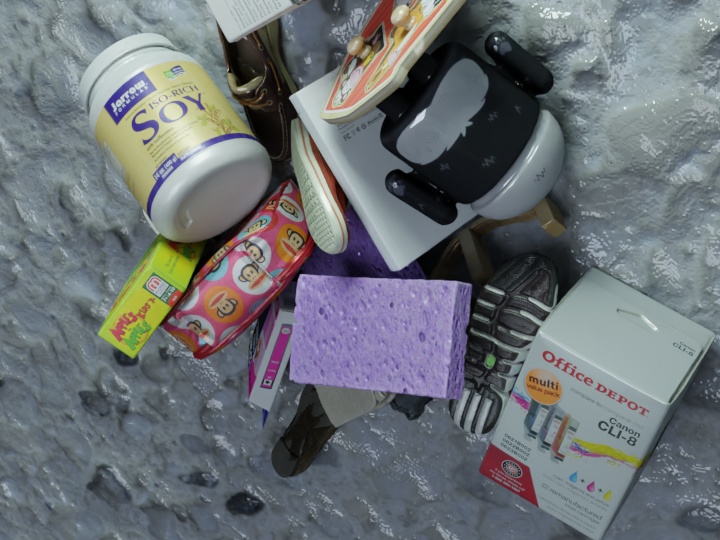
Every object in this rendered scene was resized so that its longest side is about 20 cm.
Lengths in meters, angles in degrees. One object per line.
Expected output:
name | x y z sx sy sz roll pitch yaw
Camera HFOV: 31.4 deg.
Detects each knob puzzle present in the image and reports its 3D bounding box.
knob puzzle | 0.019 -0.216 1.170 0.030 0.220 0.220 32 135 -21

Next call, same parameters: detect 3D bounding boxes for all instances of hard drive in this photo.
hard drive | 0.032 -0.118 1.279 0.200 0.132 0.027 59 154 -9

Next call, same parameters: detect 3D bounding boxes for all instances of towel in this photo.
towel | -0.021 0.100 1.427 0.133 0.034 0.200 65 158 5

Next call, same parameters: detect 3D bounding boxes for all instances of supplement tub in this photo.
supplement tub | -0.204 -0.145 1.389 0.200 0.145 0.146 52 135 22

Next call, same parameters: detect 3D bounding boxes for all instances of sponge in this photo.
sponge | 0.016 0.064 1.274 0.200 0.030 0.112 2 87 39
sponge | 0.000 0.000 1.380 0.112 0.030 0.200 61 152 7

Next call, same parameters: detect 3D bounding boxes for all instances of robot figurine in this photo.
robot figurine | 0.099 -0.135 1.210 0.200 0.125 0.150 34 138 -13

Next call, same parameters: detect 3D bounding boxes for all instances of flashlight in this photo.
flashlight | 0.061 0.109 1.380 0.068 0.068 0.200 35 166 4

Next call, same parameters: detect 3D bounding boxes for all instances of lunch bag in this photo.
lunch bag | -0.129 -0.008 1.423 0.082 0.176 0.200 42 114 -13

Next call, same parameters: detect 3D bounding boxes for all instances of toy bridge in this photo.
toy bridge | 0.120 -0.014 1.318 0.200 0.067 0.027 -38 135 26

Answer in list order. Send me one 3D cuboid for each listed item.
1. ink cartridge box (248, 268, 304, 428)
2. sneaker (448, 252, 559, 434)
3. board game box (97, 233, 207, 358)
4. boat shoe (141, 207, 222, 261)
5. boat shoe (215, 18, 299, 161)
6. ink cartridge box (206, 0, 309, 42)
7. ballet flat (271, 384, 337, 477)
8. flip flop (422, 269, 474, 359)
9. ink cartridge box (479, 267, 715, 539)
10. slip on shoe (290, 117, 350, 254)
ink cartridge box | -0.105 0.086 1.516 0.037 0.095 0.200 9 130 -12
sneaker | 0.158 0.067 1.329 0.076 0.115 0.200 29 108 19
board game box | -0.222 0.007 1.408 0.048 0.200 0.102 36 108 -11
boat shoe | -0.191 -0.021 1.536 0.072 0.061 0.201 -23 105 11
boat shoe | -0.115 -0.203 1.366 0.072 0.072 0.200 8 121 31
ink cartridge box | -0.040 -0.307 1.205 0.200 0.146 0.084 -19 106 39
ballet flat | -0.050 0.185 1.575 0.067 0.046 0.200 52 130 27
flip flop | 0.054 0.029 1.398 0.200 0.058 0.081 46 132 3
ink cartridge box | 0.234 0.131 1.278 0.145 0.145 0.200 29 128 17
slip on shoe | -0.031 -0.093 1.311 0.061 0.200 0.074 -4 129 -9
